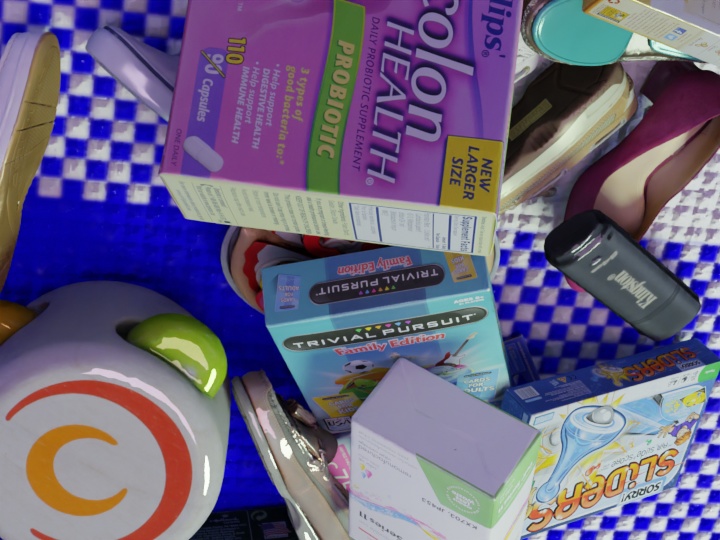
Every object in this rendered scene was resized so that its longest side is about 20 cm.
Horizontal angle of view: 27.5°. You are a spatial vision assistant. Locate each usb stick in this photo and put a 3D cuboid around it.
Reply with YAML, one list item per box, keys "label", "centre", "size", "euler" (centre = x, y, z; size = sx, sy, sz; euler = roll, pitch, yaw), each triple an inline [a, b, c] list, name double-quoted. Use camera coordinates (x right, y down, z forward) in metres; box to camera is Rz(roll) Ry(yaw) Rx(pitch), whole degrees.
- label: "usb stick"
  centre: [0.197, 0.006, 1.091]
  size: [0.055, 0.033, 0.200]
  euler: [-33, 146, 19]

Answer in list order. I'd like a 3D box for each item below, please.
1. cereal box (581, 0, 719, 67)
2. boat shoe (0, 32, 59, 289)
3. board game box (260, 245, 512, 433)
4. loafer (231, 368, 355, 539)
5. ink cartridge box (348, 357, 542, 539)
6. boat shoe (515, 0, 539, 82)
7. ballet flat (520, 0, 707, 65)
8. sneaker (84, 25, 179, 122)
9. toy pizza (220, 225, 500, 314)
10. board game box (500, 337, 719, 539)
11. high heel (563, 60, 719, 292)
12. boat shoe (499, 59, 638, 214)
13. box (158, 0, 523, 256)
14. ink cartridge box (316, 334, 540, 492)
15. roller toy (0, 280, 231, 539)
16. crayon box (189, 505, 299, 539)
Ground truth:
- label: "cereal box"
  centre: [0.244, -0.205, 0.974]
  size: [0.199, 0.145, 0.039]
  euler: [18, 157, -20]
- label: "boat shoe"
  centre: [-0.255, -0.068, 0.967]
  size: [0.069, 0.071, 0.201]
  euler: [22, 100, 6]
- label: "board game box"
  centre: [0.025, 0.051, 1.046]
  size: [0.150, 0.047, 0.200]
  euler: [-10, 152, 6]
- label: "loafer"
  centre: [-0.039, 0.144, 1.108]
  size: [0.063, 0.072, 0.201]
  euler: [-24, 126, -4]
- label: "ink cartridge box"
  centre: [0.055, 0.165, 1.054]
  size: [0.117, 0.067, 0.201]
  euler: [27, 146, 19]
- label: "boat shoe"
  centre: [0.046, -0.113, 0.996]
  size: [0.199, 0.071, 0.070]
  euler: [-32, 136, -14]
- label: "ballet flat"
  centre: [0.183, -0.177, 1.003]
  size: [0.199, 0.075, 0.068]
  euler: [-2, 130, -25]
- label: "sneaker"
  centre: [-0.092, -0.117, 0.992]
  size: [0.199, 0.073, 0.071]
  euler: [32, 92, -31]
- label: "toy pizza"
  centre: [0.000, 0.000, 1.041]
  size: [0.199, 0.032, 0.201]
  euler: [-1, 145, 0]
- label: "board game box"
  centre: [0.185, 0.134, 1.156]
  size: [0.199, 0.034, 0.136]
  euler: [-12, 129, -32]
- label: "high heel"
  centre: [0.205, -0.056, 1.065]
  size: [0.067, 0.096, 0.201]
  euler: [10, 116, -18]
- label: "boat shoe"
  centre: [0.115, -0.073, 1.057]
  size: [0.199, 0.072, 0.076]
  euler: [-34, 137, 12]
- label: "box"
  centre: [-0.006, -0.115, 0.896]
  size: [0.198, 0.097, 0.177]
  euler: [8, 77, 4]
- label: "ink cartridge box"
  centre: [0.061, 0.141, 1.179]
  size: [0.199, 0.042, 0.120]
  euler: [-25, 121, 1]
- label: "roller toy"
  centre: [-0.187, 0.107, 1.048]
  size: [0.198, 0.140, 0.184]
  euler: [-4, 114, 0]
- label: "crayon box"
  centre: [-0.113, 0.292, 1.218]
  size: [0.126, 0.051, 0.201]
  euler: [-3, 119, -10]
